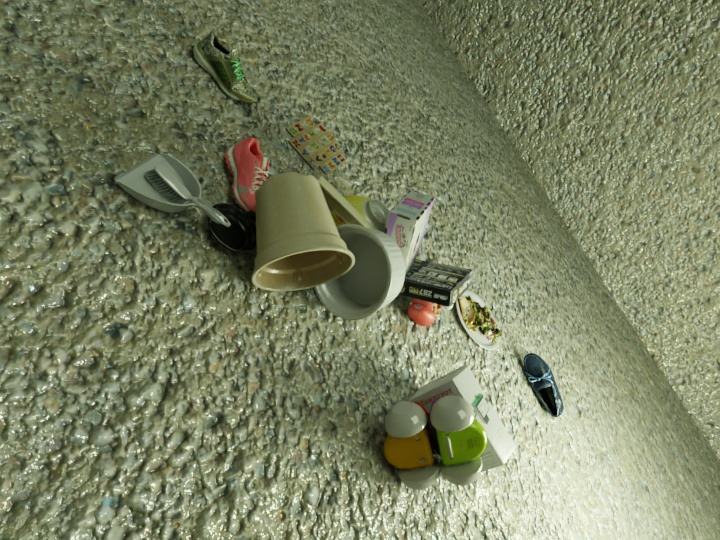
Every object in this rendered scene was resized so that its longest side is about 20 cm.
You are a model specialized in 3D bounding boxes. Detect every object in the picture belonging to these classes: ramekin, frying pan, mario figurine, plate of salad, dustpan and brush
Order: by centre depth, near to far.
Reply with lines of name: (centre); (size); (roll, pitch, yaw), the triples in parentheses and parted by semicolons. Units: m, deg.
dustpan and brush: (-0.331, -0.141, 0.952); (0.200, 0.057, 0.140); (44, 36, -13)
frying pan: (-0.235, -0.088, 1.043); (0.190, 0.031, 0.115); (-16, 73, -56)
ramekin: (0.000, 0.000, 1.101); (0.098, 0.200, 0.201); (-10, 68, -59)
mario figurine: (0.191, 0.064, 1.322); (0.106, 0.123, 0.200); (53, 40, 5)
plate of salad: (0.358, 0.140, 1.513); (0.199, 0.048, 0.201); (30, 41, -29)

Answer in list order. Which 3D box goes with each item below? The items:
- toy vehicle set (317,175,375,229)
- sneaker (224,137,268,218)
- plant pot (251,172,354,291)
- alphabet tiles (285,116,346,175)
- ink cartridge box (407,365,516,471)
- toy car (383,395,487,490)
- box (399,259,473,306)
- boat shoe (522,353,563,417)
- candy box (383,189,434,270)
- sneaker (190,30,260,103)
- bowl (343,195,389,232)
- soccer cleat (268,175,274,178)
toy vehicle set: (-0.060, -0.107, 1.179); (0.200, 0.124, 0.027); (44, 36, -14)
sneaker: (-0.230, -0.202, 1.084); (0.074, 0.087, 0.201); (14, 48, -56)
plant pot: (-0.128, -0.080, 0.998); (0.200, 0.200, 0.185); (7, 61, -46)
alphabet tiles: (-0.120, -0.350, 1.417); (0.167, 0.006, 0.200); (48, 35, -7)
ink cartridge box: (0.215, 0.330, 1.105); (0.084, 0.146, 0.201); (-20, 76, -52)
toy car: (0.145, 0.319, 1.004); (0.150, 0.199, 0.176); (-69, 147, -70)
box: (0.163, 0.022, 1.281); (0.161, 0.199, 0.049); (-34, 130, -54)
boat shoe: (0.560, 0.344, 1.539); (0.201, 0.084, 0.069); (60, 24, 13)
candy box: (0.109, -0.087, 1.246); (0.071, 0.169, 0.200); (19, 27, 11)
sneaker: (-0.318, -0.497, 1.244); (0.200, 0.088, 0.077); (43, 36, -15)
bowl: (0.017, -0.120, 1.292); (0.200, 0.108, 0.201); (29, 42, -30)
soccer cleat: (-0.173, -0.144, 1.134); (0.200, 0.085, 0.069); (38, 15, 17)
